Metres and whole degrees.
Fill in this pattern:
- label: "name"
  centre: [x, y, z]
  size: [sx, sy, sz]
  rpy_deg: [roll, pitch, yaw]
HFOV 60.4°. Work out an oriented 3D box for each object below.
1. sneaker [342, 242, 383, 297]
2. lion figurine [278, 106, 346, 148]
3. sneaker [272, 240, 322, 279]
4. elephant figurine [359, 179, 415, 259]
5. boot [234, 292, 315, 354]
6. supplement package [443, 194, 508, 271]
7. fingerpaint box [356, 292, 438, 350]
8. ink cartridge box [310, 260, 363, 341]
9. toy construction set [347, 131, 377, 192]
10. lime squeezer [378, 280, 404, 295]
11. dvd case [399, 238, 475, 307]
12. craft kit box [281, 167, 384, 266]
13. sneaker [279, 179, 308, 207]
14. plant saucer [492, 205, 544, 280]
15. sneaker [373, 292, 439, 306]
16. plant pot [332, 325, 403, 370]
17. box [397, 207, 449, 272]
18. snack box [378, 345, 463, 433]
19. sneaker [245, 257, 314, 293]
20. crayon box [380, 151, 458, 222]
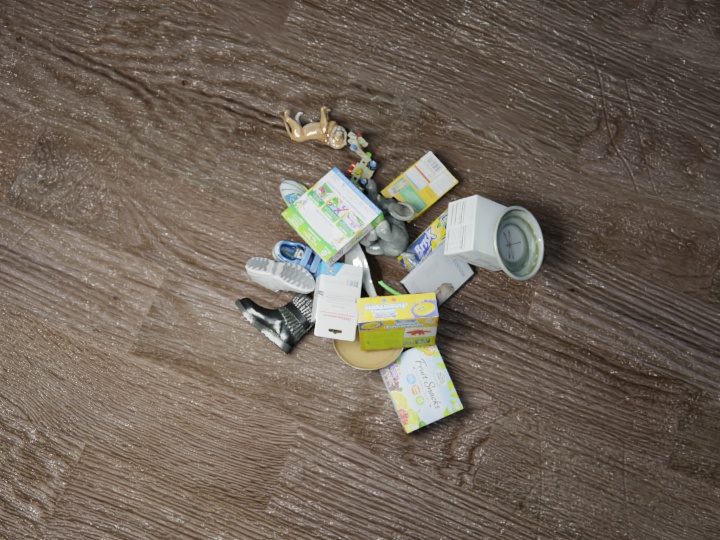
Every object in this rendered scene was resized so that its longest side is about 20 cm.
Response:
- label: "sneaker"
  centre: [0.000, 0.000, 1.743]
  size: [0.084, 0.073, 0.201]
  rpy_deg: [-21, 88, 26]
- label: "lion figurine"
  centre: [-0.140, -0.412, 1.817]
  size: [0.199, 0.072, 0.123]
  rpy_deg: [-4, 91, 9]
- label: "sneaker"
  centre: [-0.151, -0.029, 1.718]
  size: [0.199, 0.082, 0.074]
  rpy_deg: [18, 75, -2]
- label: "elephant figurine"
  centre: [0.082, -0.145, 1.716]
  size: [0.141, 0.155, 0.200]
  rpy_deg: [-7, 46, 33]
- label: "boot"
  centre: [-0.219, 0.107, 1.684]
  size: [0.211, 0.079, 0.158]
  rpy_deg: [41, 80, -1]
- label: "supplement package"
  centre: [0.347, -0.100, 1.718]
  size: [0.199, 0.111, 0.156]
  rpy_deg: [16, 75, -34]
- label: "fingerpaint box"
  centre: [0.094, 0.133, 1.591]
  size: [0.199, 0.167, 0.074]
  rpy_deg: [-5, 58, 1]
- label: "ink cartridge box"
  centre: [-0.065, 0.084, 1.642]
  size: [0.115, 0.067, 0.201]
  rpy_deg: [11, 77, -16]
- label: "toy construction set"
  centre: [-0.027, -0.293, 1.788]
  size: [0.131, 0.092, 0.201]
  rpy_deg: [27, 88, 2]
- label: "lime squeezer"
  centre: [0.119, 0.113, 1.724]
  size: [0.070, 0.038, 0.201]
  rpy_deg: [-21, 92, -27]
- label: "dvd case"
  centre: [0.219, 0.020, 1.736]
  size: [0.200, 0.018, 0.143]
  rpy_deg: [-43, 114, -12]
- label: "craft kit box"
  centre: [-0.074, -0.144, 1.639]
  size: [0.197, 0.049, 0.200]
  rpy_deg: [-40, 66, -8]
- label: "sneaker"
  centre: [-0.151, -0.190, 1.741]
  size: [0.076, 0.105, 0.200]
  rpy_deg: [-43, 85, -11]
- label: "plant saucer"
  centre: [0.412, -0.071, 1.661]
  size: [0.199, 0.050, 0.201]
  rpy_deg: [4, 83, -35]
- label: "sneaker"
  centre: [0.112, 0.094, 1.649]
  size: [0.199, 0.095, 0.079]
  rpy_deg: [-6, 77, 3]
- label: "plant pot"
  centre: [0.024, 0.181, 1.680]
  size: [0.199, 0.028, 0.201]
  rpy_deg: [-2, 59, 3]
- label: "box"
  centre: [0.198, -0.085, 1.764]
  size: [0.064, 0.070, 0.200]
  rpy_deg: [45, 78, 2]
- label: "snack box"
  centre: [0.159, 0.312, 1.675]
  size: [0.168, 0.068, 0.201]
  rpy_deg: [-21, 80, -7]
- label: "sneaker"
  centre: [-0.215, 0.022, 1.694]
  size: [0.199, 0.082, 0.075]
  rpy_deg: [19, 51, 15]
- label: "crayon box"
  centre: [0.168, -0.237, 1.806]
  size: [0.200, 0.052, 0.126]
  rpy_deg: [-40, 83, -12]
